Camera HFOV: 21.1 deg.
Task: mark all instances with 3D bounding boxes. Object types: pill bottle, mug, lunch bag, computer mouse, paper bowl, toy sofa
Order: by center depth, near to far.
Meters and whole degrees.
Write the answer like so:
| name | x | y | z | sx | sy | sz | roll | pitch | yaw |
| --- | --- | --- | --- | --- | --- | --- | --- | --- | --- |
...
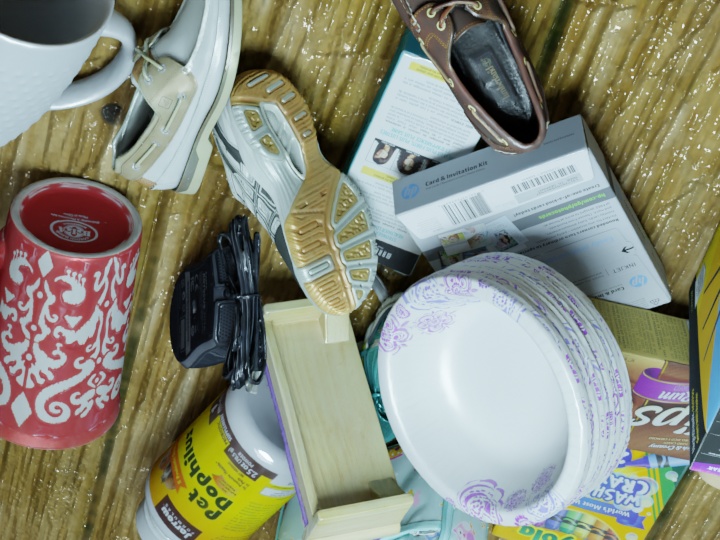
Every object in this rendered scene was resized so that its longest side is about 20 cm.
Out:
| name | x | y | z | sx | sy | sz | roll | pitch | yaw |
| --- | --- | --- | --- | --- | --- | --- | --- | --- | --- |
| mug | -0.263 | -0.167 | 1.449 | 0.200 | 0.148 | 0.175 | 5 | 145 | -33 |
| paper bowl | 0.118 | 0.084 | 1.458 | 0.201 | 0.104 | 0.201 | 20 | 119 | 39 |
| computer mouse | -0.106 | 0.036 | 1.573 | 0.053 | 0.139 | 0.200 | 2 | 173 | -21 |
| toy sofa | -0.030 | 0.127 | 1.584 | 0.083 | 0.200 | 0.098 | -8 | 156 | -19 |
| mug | -0.267 | 0.037 | 1.599 | 0.177 | 0.133 | 0.200 | -14 | 137 | -35 |
| lunch bag | 0.017 | 0.233 | 1.696 | 0.200 | 0.160 | 0.077 | -21 | 123 | 28 |
| pill bottle | -0.118 | 0.181 | 1.715 | 0.109 | 0.109 | 0.200 | 32 | 128 | -15 |

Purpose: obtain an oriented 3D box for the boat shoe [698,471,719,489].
| name | x | y | z | sx | sy | sz | roll | pitch | yaw |
| --- | --- | --- | --- | --- | --- | --- | --- | --- | --- |
| boat shoe | 0.351 | 0.159 | 1.586 | 0.200 | 0.074 | 0.069 | 16 | 133 | -38 |

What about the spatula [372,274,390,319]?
| name | x | y | z | sx | sy | sz | roll | pitch | yaw |
| --- | --- | --- | --- | --- | --- | --- | --- | --- | --- |
| spatula | 0.000 | 0.000 | 1.597 | 0.200 | 0.021 | 0.057 | 40 | 131 | -20 |

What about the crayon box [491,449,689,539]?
| name | x | y | z | sx | sy | sz | roll | pitch | yaw |
| --- | --- | --- | --- | --- | --- | --- | --- | --- | --- |
| crayon box | 0.197 | 0.192 | 1.696 | 0.126 | 0.052 | 0.200 | 19 | 131 | -3 |

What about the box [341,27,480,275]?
| name | x | y | z | sx | sy | sz | roll | pitch | yaw |
| --- | --- | --- | --- | --- | --- | --- | --- | --- | --- |
| box | 0.039 | -0.092 | 1.493 | 0.082 | 0.049 | 0.200 | 21 | 130 | -6 |

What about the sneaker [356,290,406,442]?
| name | x | y | z | sx | sy | sz | roll | pitch | yaw |
| --- | --- | --- | --- | --- | --- | --- | --- | --- | --- |
| sneaker | 0.023 | 0.094 | 1.622 | 0.077 | 0.080 | 0.200 | 11 | 145 | -5 |

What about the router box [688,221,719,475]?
| name | x | y | z | sx | sy | sz | roll | pitch | yaw |
| --- | --- | --- | --- | --- | --- | --- | --- | --- | --- |
| router box | 0.290 | 0.035 | 1.446 | 0.051 | 0.200 | 0.149 | 14 | 131 | -2 |

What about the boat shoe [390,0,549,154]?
| name | x | y | z | sx | sy | sz | roll | pitch | yaw |
| --- | --- | --- | --- | --- | --- | --- | --- | --- | --- |
| boat shoe | 0.075 | -0.173 | 1.371 | 0.070 | 0.070 | 0.200 | -34 | 100 | 3 |

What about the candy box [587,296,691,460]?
| name | x | y | z | sx | sy | sz | roll | pitch | yaw |
| --- | --- | --- | --- | --- | --- | --- | --- | --- | --- |
| candy box | 0.230 | 0.091 | 1.565 | 0.200 | 0.056 | 0.117 | 14 | 135 | -20 |

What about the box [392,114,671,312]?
| name | x | y | z | sx | sy | sz | roll | pitch | yaw |
| --- | --- | --- | --- | --- | --- | --- | --- | --- | --- |
| box | 0.136 | -0.021 | 1.496 | 0.156 | 0.041 | 0.200 | -19 | 136 | 17 |

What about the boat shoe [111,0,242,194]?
| name | x | y | z | sx | sy | sz | roll | pitch | yaw |
| --- | --- | --- | --- | --- | --- | --- | --- | --- | --- |
| boat shoe | -0.138 | -0.144 | 1.455 | 0.068 | 0.075 | 0.200 | 5 | 124 | -19 |

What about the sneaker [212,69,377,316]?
| name | x | y | z | sx | sy | sz | roll | pitch | yaw |
| --- | --- | --- | --- | --- | --- | --- | --- | --- | --- |
| sneaker | -0.054 | -0.058 | 1.495 | 0.088 | 0.076 | 0.200 | -19 | 95 | 61 |
